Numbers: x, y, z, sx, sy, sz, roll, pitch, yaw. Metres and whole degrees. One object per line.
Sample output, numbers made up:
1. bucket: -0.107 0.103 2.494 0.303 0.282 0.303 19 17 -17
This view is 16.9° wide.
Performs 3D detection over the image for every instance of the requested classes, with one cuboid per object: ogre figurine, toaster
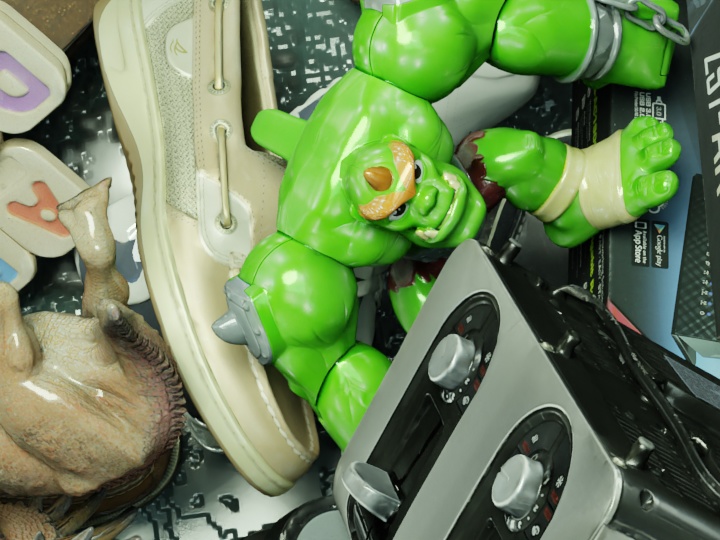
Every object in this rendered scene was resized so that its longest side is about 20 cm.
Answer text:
1. ogre figurine: 0.025 -0.018 0.830 0.120 0.098 0.200 25 110 -28
2. toaster: 0.098 0.101 0.745 0.200 0.181 0.119 28 105 -22

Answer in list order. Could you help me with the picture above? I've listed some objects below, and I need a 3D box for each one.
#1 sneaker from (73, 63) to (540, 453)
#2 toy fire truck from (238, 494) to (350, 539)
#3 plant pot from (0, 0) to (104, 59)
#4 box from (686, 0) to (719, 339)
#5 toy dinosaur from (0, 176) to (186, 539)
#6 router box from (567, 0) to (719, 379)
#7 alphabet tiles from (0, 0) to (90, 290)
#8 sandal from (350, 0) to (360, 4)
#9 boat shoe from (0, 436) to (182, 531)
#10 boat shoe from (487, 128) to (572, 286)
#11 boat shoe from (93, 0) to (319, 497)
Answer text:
1. sneaker: 0.000 0.000 0.938 0.199 0.079 0.130 -27 81 -2
2. toy fire truck: -0.009 0.198 0.815 0.176 0.129 0.200 -38 91 -25
3. plant pot: -0.190 -0.148 0.935 0.200 0.187 0.187 43 84 -6
4. box: 0.215 -0.039 0.858 0.199 0.044 0.161 10 62 -21
5. toy dinosaur: -0.108 0.054 0.847 0.086 0.200 0.136 -34 98 -44
6. router box: 0.157 -0.022 0.904 0.149 0.062 0.201 8 62 -8
7. alphabet tiles: -0.204 -0.050 0.910 0.196 0.015 0.200 41 124 -22
8. sandal: 0.048 -0.137 0.915 0.080 0.200 0.054 -53 126 -23
9. boat shoe: -0.171 0.064 0.937 0.199 0.068 0.072 3 79 2
10. boat shoe: 0.076 0.040 0.937 0.074 0.062 0.201 11 79 6
11. boat shoe: -0.042 -0.019 0.875 0.065 0.072 0.201 -19 69 10
